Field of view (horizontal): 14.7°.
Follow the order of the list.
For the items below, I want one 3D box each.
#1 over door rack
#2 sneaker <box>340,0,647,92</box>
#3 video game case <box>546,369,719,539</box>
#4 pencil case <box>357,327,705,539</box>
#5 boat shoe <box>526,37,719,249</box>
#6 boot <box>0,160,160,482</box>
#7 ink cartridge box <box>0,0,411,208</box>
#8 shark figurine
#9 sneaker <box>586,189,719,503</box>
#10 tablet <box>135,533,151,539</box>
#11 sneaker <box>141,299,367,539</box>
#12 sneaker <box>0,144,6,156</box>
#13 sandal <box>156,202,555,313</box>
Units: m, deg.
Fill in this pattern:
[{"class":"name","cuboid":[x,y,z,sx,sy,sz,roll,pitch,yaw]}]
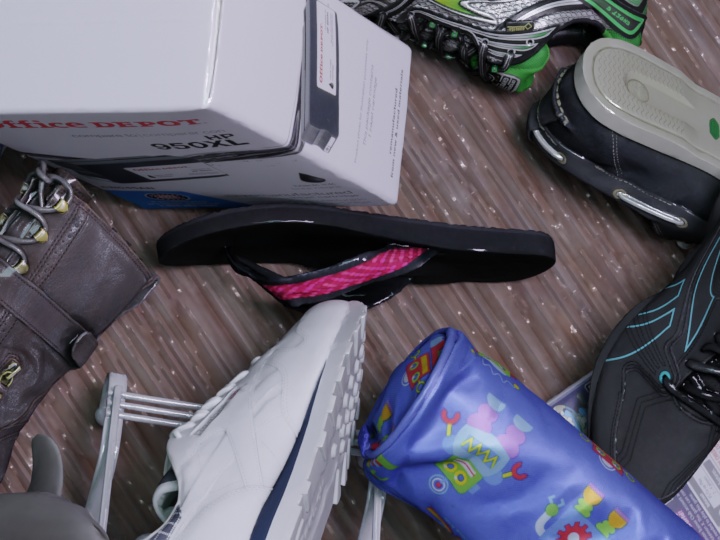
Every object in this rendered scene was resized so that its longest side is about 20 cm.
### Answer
[{"class":"over door rack","cuboid":[-0.061,0.145,1.301,0.147,0.067,0.201,9,46,-9]},{"class":"sneaker","cuboid":[0.054,-0.132,1.391,0.199,0.078,0.086,-6,82,-12]},{"class":"video game case","cuboid":[0.165,0.137,1.388,0.182,0.023,0.201,-33,88,-19]},{"class":"pencil case","cuboid":[0.087,0.117,1.315,0.200,0.078,0.087,41,93,-8]},{"class":"boat shoe","cuboid":[0.177,-0.043,1.412,0.199,0.068,0.072,30,43,-16]},{"class":"boot","cuboid":[-0.187,0.024,1.275,0.069,0.200,0.175,32,86,31]},{"class":"ink cartridge box","cuboid":[-0.083,-0.088,1.273,0.144,0.200,0.085,0,79,25]},{"class":"shark figurine","cuboid":[-0.198,0.148,1.262,0.089,0.215,0.129,21,35,-34]},{"class":"sneaker","cuboid":[0.173,0.028,1.338,0.075,0.079,0.201,27,94,-16]},{"class":"tablet","cuboid":[-0.020,0.203,1.353,0.199,0.014,0.131,8,79,-8]},{"class":"sneaker","cuboid":[-0.047,0.079,1.276,0.080,0.077,0.200,7,38,14]},{"class":"sneaker","cuboid":[-0.193,-0.078,1.331,0.075,0.088,0.201,9,78,-7]},{"class":"sandal","cuboid":[0.000,0.000,1.361,0.199,0.075,0.045,4,76,-12]}]
